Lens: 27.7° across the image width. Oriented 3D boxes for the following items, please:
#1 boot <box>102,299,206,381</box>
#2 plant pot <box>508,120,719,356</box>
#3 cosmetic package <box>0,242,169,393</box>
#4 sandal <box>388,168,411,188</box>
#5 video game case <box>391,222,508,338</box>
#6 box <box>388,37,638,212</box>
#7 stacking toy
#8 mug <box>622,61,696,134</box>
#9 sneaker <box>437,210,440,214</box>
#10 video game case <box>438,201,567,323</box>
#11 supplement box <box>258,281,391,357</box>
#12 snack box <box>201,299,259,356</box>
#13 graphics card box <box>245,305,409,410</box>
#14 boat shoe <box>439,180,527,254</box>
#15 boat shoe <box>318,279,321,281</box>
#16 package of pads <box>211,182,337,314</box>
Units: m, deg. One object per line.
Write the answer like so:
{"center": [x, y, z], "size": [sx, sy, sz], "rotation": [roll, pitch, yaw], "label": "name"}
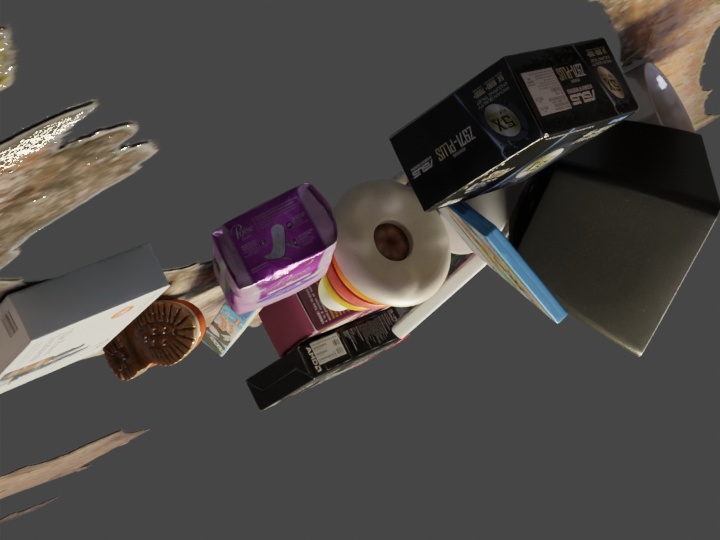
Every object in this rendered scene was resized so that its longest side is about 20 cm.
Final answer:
{"center": [-0.214, 0.063, 1.679], "size": [0.107, 0.076, 0.199], "rotation": [-27, -177, -34], "label": "boot"}
{"center": [0.270, -0.062, 1.633], "size": [0.201, 0.175, 0.201], "rotation": [-77, -171, -61], "label": "plant pot"}
{"center": [-0.285, 0.052, 1.368], "size": [0.150, 0.052, 0.200], "rotation": [-26, 174, -36], "label": "cosmetic package"}
{"center": [0.082, -0.103, 1.648], "size": [0.082, 0.050, 0.202], "rotation": [-24, 173, -31], "label": "sandal"}
{"center": [0.135, -0.015, 1.874], "size": [0.200, 0.023, 0.182], "rotation": [-45, -177, 44], "label": "video game case"}
{"center": [0.154, -0.146, 1.447], "size": [0.163, 0.087, 0.199], "rotation": [-31, 173, 38], "label": "box"}
{"center": [0.000, 0.000, 1.650], "size": [0.145, 0.147, 0.200], "rotation": [-23, 169, -33], "label": "stacking toy"}
{"center": [0.293, -0.159, 1.769], "size": [0.174, 0.149, 0.199], "rotation": [-27, 144, 26], "label": "mug"}
{"center": [0.130, -0.080, 1.765], "size": [0.073, 0.087, 0.200], "rotation": [-30, -178, 26], "label": "sneaker"}
{"center": [0.131, -0.032, 1.537], "size": [0.018, 0.143, 0.200], "rotation": [-43, -149, -1], "label": "video game case"}
{"center": [-0.026, 0.018, 1.916], "size": [0.199, 0.104, 0.131], "rotation": [-25, 174, -31], "label": "supplement box"}
{"center": [-0.126, 0.028, 1.698], "size": [0.117, 0.037, 0.200], "rotation": [-52, -178, -20], "label": "snack box"}
{"center": [-0.042, 0.115, 1.923], "size": [0.199, 0.051, 0.125], "rotation": [-23, 173, -46], "label": "graphics card box"}
{"center": [0.153, -0.108, 1.654], "size": [0.201, 0.071, 0.066], "rotation": [-62, 179, 27], "label": "boat shoe"}
{"center": [-0.007, -0.020, 1.742], "size": [0.092, 0.076, 0.199], "rotation": [-19, -179, -34], "label": "boat shoe"}
{"center": [-0.089, -0.018, 1.501], "size": [0.120, 0.076, 0.200], "rotation": [-28, 174, -10], "label": "package of pads"}
